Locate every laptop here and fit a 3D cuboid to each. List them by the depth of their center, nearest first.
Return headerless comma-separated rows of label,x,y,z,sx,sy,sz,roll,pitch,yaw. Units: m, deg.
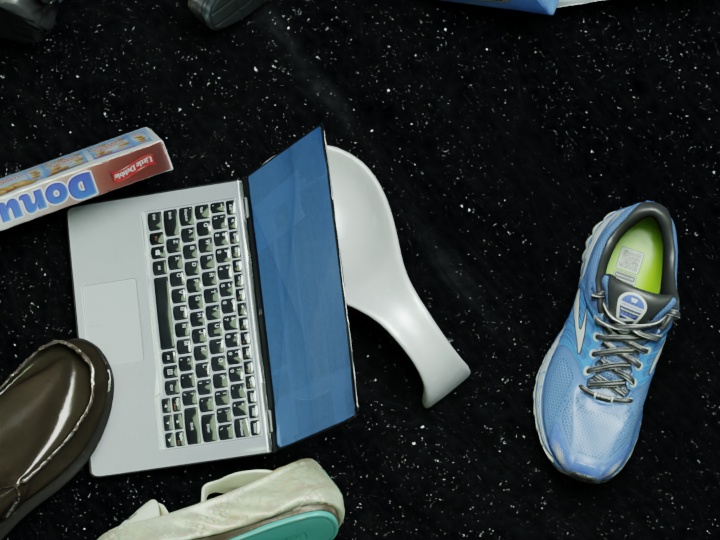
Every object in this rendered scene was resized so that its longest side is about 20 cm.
laptop,-0.101,0.023,1.373,0.199,0.116,0.188,-8,78,7

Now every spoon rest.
spoon rest,0.000,0.000,1.437,0.099,0.061,0.200,-39,82,-10

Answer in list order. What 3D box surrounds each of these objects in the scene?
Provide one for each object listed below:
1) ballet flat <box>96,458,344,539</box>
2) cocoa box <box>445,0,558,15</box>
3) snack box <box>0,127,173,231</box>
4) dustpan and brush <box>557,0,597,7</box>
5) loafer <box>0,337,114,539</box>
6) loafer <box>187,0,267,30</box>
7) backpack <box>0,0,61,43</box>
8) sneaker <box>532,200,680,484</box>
ballet flat,-0.109,0.173,1.394,0.199,0.068,0.062,-15,49,-11
cocoa box,0.089,-0.297,1.464,0.133,0.131,0.200,13,72,32
snack box,-0.227,-0.049,1.427,0.200,0.072,0.024,-20,105,-9
dustpan and brush,0.181,-0.287,1.536,0.139,0.057,0.201,-8,82,6
loafer,-0.235,0.123,1.374,0.073,0.071,0.200,31,75,23
loafer,-0.069,-0.254,1.499,0.072,0.073,0.200,29,66,12
backpack,-0.251,-0.271,1.455,0.167,0.127,0.200,23,75,-15
sneaker,0.167,0.043,1.424,0.078,0.089,0.201,13,75,0
